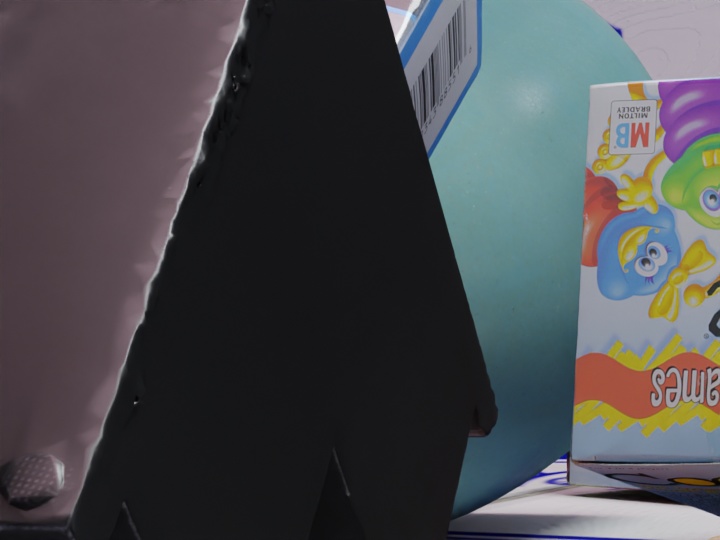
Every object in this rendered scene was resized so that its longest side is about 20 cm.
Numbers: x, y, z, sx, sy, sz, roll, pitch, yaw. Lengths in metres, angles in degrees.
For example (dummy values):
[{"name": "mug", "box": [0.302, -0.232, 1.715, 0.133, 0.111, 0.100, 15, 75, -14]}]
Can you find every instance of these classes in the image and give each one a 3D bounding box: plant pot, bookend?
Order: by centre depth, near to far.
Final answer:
[{"name": "bookend", "box": [-0.047, 0.037, 0.574, 0.092, 0.199, 0.200, -1, -44, 17]}, {"name": "plant pot", "box": [0.000, 0.000, 0.917, 0.200, 0.201, 0.161, -1, 14, 19]}]

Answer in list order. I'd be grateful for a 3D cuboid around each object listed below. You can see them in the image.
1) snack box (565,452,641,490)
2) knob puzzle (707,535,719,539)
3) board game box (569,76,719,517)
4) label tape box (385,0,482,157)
[{"name": "snack box", "box": [0.196, 0.059, 1.037, 0.142, 0.053, 0.200, -3, 2, -38]}, {"name": "knob puzzle", "box": [0.114, 0.076, 0.646, 0.219, 0.031, 0.220, -1, 1, 0]}, {"name": "board game box", "box": [0.143, 0.018, 0.770, 0.105, 0.103, 0.200, -1, -11, 24]}, {"name": "label tape box", "box": [-0.083, -0.056, 0.763, 0.199, 0.063, 0.144, 15, 49, 16]}]
